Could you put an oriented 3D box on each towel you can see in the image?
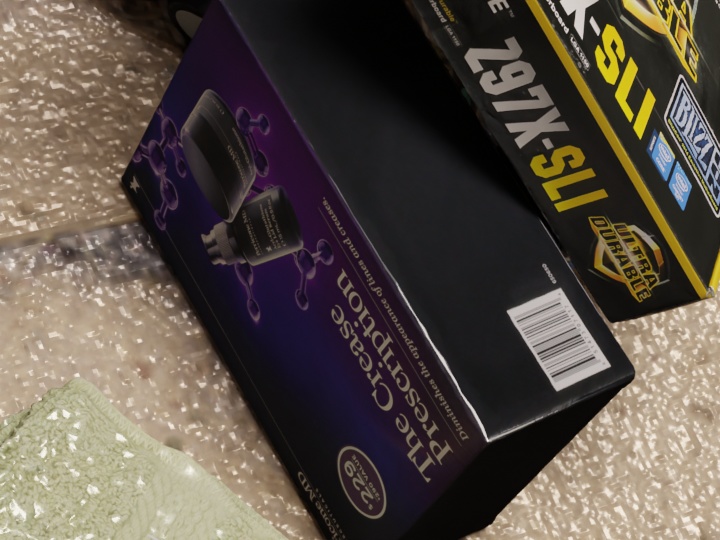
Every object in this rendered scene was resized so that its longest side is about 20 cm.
[{"bbox_3d":[-0.105,0.143,0.853,0.148,0.037,0.200,34,53,-1],"label":"towel"}]

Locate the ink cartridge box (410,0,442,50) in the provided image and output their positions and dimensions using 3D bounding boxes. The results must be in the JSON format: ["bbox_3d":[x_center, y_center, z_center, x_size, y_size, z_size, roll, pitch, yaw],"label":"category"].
[{"bbox_3d":[0.007,-0.171,0.943,0.200,0.050,0.162,34,30,-44],"label":"ink cartridge box"}]

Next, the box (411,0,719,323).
[{"bbox_3d":[0.086,-0.105,0.901,0.201,0.049,0.160,57,36,-24],"label":"box"}]

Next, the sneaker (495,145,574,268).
[{"bbox_3d":[0.119,-0.033,1.022,0.199,0.077,0.076,-17,66,-37],"label":"sneaker"}]

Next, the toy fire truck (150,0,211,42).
[{"bbox_3d":[-0.078,-0.171,0.942,0.176,0.200,0.129,37,74,-3],"label":"toy fire truck"}]

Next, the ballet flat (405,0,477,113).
[{"bbox_3d":[0.026,-0.076,1.033,0.072,0.072,0.201,22,55,-10],"label":"ballet flat"}]

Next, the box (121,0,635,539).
[{"bbox_3d":[0.000,0.000,0.920,0.079,0.141,0.201,-22,71,-29],"label":"box"}]
